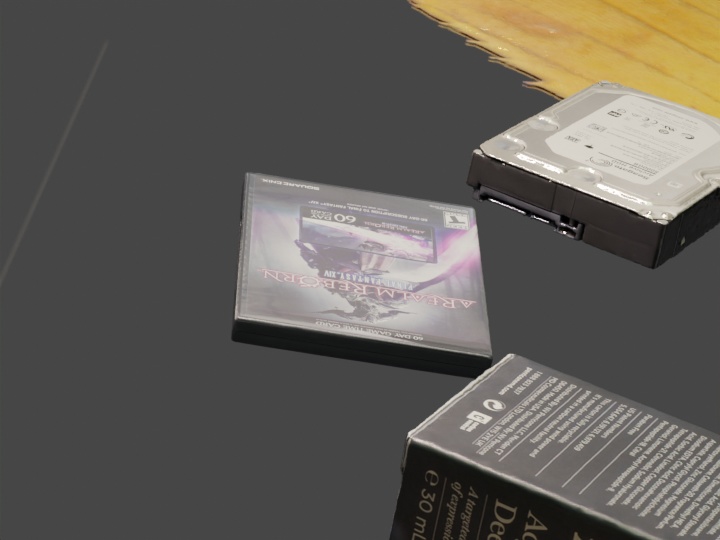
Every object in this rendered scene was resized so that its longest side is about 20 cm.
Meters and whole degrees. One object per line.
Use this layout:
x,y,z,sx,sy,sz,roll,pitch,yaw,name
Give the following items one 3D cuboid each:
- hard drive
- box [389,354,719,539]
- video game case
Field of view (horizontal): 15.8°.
0.173,-0.067,1.676,0.139,0.038,0.200,22,28,24,hard drive
0.113,0.148,1.059,0.199,0.149,0.107,21,27,21,box
0.000,0.000,1.483,0.142,0.019,0.200,9,24,-5,video game case
